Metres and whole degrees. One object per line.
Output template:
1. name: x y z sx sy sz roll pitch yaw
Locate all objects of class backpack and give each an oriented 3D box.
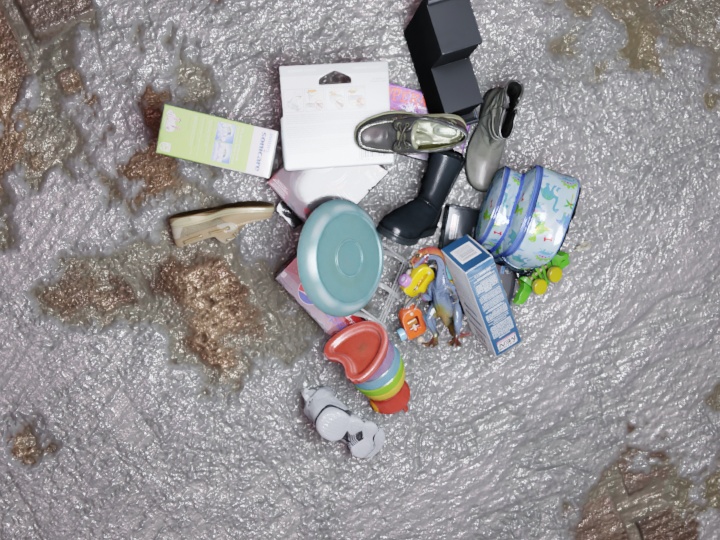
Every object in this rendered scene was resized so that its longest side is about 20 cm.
1. backpack: 0.288 -0.095 1.388 0.144 0.200 0.186 19 84 -6

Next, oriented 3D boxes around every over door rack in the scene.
1. over door rack: 0.000 0.000 1.442 0.200 0.066 0.150 41 62 -36

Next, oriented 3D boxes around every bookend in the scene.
1. bookend: 0.163 -0.364 1.369 0.090 0.200 0.203 -18 90 -8

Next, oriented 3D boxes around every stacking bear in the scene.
1. stacking bear: 0.034 0.197 1.468 0.113 0.121 0.201 -41 135 -12

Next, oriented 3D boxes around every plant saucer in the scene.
1. plant saucer: -0.025 -0.021 1.355 0.198 0.027 0.205 0 89 -43

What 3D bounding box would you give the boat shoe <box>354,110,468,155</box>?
1. boat shoe: 0.088 -0.235 1.343 0.196 0.066 0.073 -2 106 -2

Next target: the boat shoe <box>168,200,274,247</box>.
1. boat shoe: -0.251 -0.085 1.452 0.196 0.071 0.066 -9 103 6

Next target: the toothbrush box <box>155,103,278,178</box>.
1. toothbrush box: -0.248 -0.226 1.390 0.196 0.146 0.088 11 97 -8

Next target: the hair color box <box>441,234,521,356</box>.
1. hair color box: 0.219 0.046 1.418 0.060 0.100 0.202 -28 123 -7

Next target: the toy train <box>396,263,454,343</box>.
1. toy train: 0.137 0.038 1.473 0.198 0.056 0.152 -31 124 -7

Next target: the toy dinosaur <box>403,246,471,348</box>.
1. toy dinosaur: 0.137 0.047 1.420 0.103 0.200 0.186 0 96 17

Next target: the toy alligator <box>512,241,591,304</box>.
1. toy alligator: 0.363 -0.012 1.522 0.199 0.059 0.055 -39 115 -10

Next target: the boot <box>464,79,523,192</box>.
1. boot: 0.245 -0.245 1.445 0.066 0.131 0.204 9 97 -6

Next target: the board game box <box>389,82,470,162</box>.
1. board game box: 0.106 -0.273 1.481 0.196 0.032 0.123 14 92 -7

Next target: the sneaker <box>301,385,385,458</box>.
1. sneaker: -0.035 0.288 1.523 0.076 0.115 0.199 -51 134 3

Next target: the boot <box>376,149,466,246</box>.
1. boot: 0.112 -0.141 1.409 0.076 0.199 0.171 29 112 22

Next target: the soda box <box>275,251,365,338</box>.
1. soda box: -0.071 0.058 1.489 0.070 0.063 0.200 -43 101 1

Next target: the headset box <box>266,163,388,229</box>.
1. headset box: -0.069 -0.165 1.452 0.200 0.075 0.149 -44 100 1

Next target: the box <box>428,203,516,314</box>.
1. box: 0.225 -0.017 1.518 0.155 0.046 0.204 9 97 -7

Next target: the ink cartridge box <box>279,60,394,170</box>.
1. ink cartridge box: -0.044 -0.270 1.381 0.195 0.044 0.178 -5 97 -7
